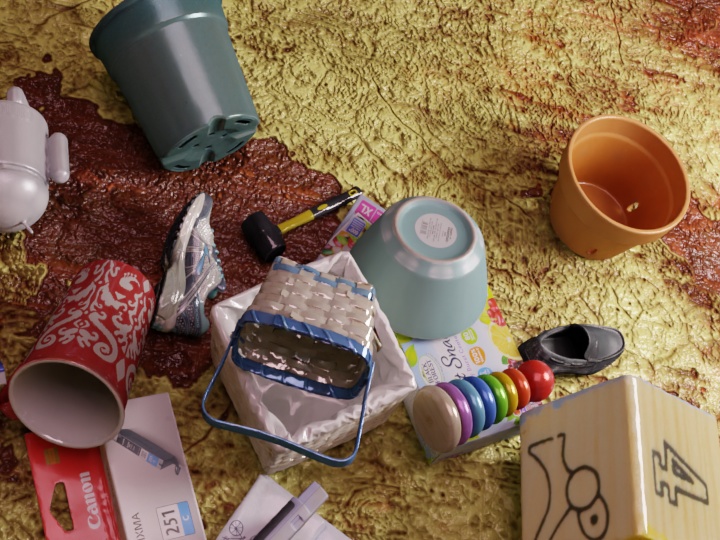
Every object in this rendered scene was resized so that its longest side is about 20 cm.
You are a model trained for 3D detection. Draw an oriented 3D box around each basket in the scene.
[{"bbox_3d":[-0.064,0.102,1.273,0.173,0.140,0.202,20,55,1],"label":"basket"},{"bbox_3d":[-0.068,0.121,1.432,0.197,0.161,0.200,-22,71,-21],"label":"basket"}]

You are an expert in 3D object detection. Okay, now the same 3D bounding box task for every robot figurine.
[{"bbox_3d":[-0.455,-0.134,1.477,0.166,0.113,0.203,-9,64,0],"label":"robot figurine"}]

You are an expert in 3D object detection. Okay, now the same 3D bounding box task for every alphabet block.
[{"bbox_3d":[0.325,0.274,1.444,0.194,0.194,0.203,24,55,-32],"label":"alphabet block"}]

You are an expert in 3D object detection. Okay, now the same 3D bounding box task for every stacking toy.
[{"bbox_3d":[0.165,0.160,1.477,0.198,0.086,0.086,-18,69,-32],"label":"stacking toy"}]

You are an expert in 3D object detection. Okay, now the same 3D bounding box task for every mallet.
[{"bbox_3d":[-0.081,-0.083,1.627,0.066,0.041,0.199,46,53,12],"label":"mallet"}]

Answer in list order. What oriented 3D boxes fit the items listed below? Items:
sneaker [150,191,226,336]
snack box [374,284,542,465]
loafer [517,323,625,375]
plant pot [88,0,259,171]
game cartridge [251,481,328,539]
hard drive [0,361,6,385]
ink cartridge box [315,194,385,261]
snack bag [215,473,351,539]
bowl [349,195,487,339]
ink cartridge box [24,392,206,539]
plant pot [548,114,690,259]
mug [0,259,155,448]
[{"bbox_3d":[-0.217,-0.004,1.523,0.085,0.077,0.203,21,64,-20],"label":"sneaker"},{"bbox_3d":[0.133,0.137,1.558,0.166,0.068,0.203,-13,66,-24],"label":"snack box"},{"bbox_3d":[0.303,0.108,1.619,0.198,0.071,0.069,-6,62,-35],"label":"loafer"},{"bbox_3d":[-0.241,-0.257,1.582,0.198,0.200,0.199,-21,78,-27],"label":"plant pot"},{"bbox_3d":[-0.123,0.327,1.304,0.038,0.130,0.200,41,58,11],"label":"game cartridge"},{"bbox_3d":[-0.510,0.126,1.312,0.197,0.132,0.026,-10,101,-23],"label":"hard drive"},{"bbox_3d":[0.000,0.000,1.605,0.118,0.042,0.201,32,59,1],"label":"ink cartridge box"},{"bbox_3d":[-0.088,0.371,1.382,0.199,0.021,0.189,36,57,2],"label":"snack bag"},{"bbox_3d":[0.086,-0.020,1.540,0.197,0.106,0.203,7,50,-8],"label":"bowl"},{"bbox_3d":[-0.287,0.258,1.362,0.173,0.045,0.203,-9,66,-24],"label":"ink cartridge box"},{"bbox_3d":[0.370,-0.110,1.731,0.196,0.140,0.203,8,61,-14],"label":"plant pot"},{"bbox_3d":[-0.338,0.088,1.370,0.174,0.135,0.202,3,38,6],"label":"mug"}]
